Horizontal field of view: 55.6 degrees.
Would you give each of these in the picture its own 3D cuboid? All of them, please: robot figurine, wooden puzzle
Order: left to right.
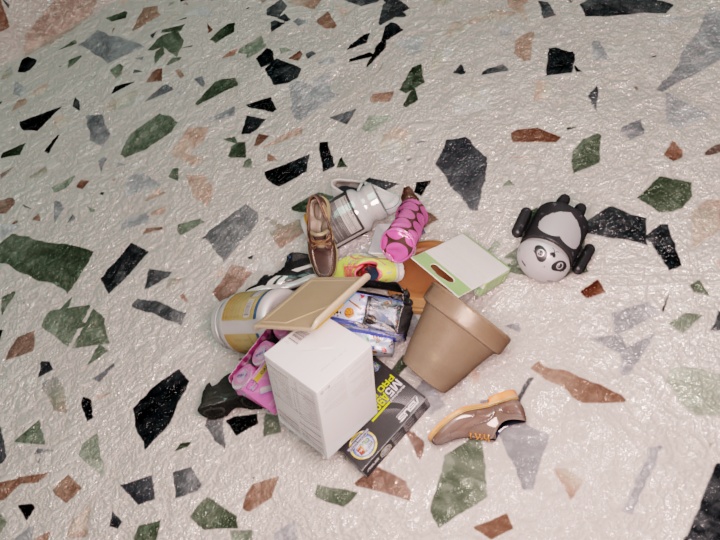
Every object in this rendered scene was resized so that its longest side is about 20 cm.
[{"bbox_3d":[-0.095,0.069,1.359,0.199,0.037,0.185,-7,26,45],"label":"wooden puzzle"},{"bbox_3d":[0.423,-0.070,1.497,0.150,0.125,0.201,13,61,40],"label":"robot figurine"}]

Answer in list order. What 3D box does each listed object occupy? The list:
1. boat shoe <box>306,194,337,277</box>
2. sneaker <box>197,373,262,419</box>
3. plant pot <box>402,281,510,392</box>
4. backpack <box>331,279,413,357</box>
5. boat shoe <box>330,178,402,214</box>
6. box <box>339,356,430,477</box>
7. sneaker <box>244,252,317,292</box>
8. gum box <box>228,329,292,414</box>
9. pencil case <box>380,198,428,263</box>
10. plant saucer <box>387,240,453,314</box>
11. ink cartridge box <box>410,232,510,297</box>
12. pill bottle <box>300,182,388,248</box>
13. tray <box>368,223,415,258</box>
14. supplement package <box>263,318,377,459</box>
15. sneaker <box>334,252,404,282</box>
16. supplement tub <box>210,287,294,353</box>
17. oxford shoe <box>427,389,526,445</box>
[{"bbox_3d":[-0.097,-0.079,1.603,0.071,0.072,0.202,-4,88,10],"label":"boat shoe"},{"bbox_3d":[-0.273,0.269,1.543,0.198,0.076,0.091,-12,47,8],"label":"sneaker"},{"bbox_3d":[0.179,0.149,1.409,0.200,0.200,0.175,38,91,35],"label":"plant pot"},{"bbox_3d":[0.010,0.104,1.469,0.189,0.200,0.155,18,76,8],"label":"backpack"},{"bbox_3d":[0.010,-0.194,1.762,0.198,0.066,0.074,10,60,24],"label":"boat shoe"},{"bbox_3d":[0.022,0.302,1.432,0.200,0.044,0.160,-45,53,-13],"label":"box"},{"bbox_3d":[-0.194,0.018,1.689,0.198,0.073,0.112,-14,50,-3],"label":"sneaker"},{"bbox_3d":[-0.173,0.193,1.435,0.200,0.114,0.066,-52,40,-11],"label":"gum box"},{"bbox_3d":[0.098,-0.086,1.528,0.094,0.091,0.200,-41,6,26],"label":"pencil case"},{"bbox_3d":[0.153,0.007,1.594,0.198,0.038,0.201,-9,55,13],"label":"plant saucer"},{"bbox_3d":[0.216,-0.001,1.500,0.199,0.048,0.145,-25,55,-40],"label":"ink cartridge box"},{"bbox_3d":[-0.040,-0.129,1.691,0.199,0.116,0.117,-28,52,7],"label":"pill bottle"},{"bbox_3d":[0.081,-0.068,1.619,0.106,0.022,0.200,3,24,6],"label":"tray"},{"bbox_3d":[-0.074,0.224,1.343,0.150,0.201,0.151,28,50,34],"label":"supplement package"},{"bbox_3d":[0.000,0.000,1.586,0.199,0.090,0.079,-5,96,40],"label":"sneaker"},{"bbox_3d":[-0.233,0.117,1.558,0.199,0.145,0.145,-6,52,41],"label":"supplement tub"},{"bbox_3d":[0.230,0.306,1.345,0.199,0.071,0.073,-25,58,1],"label":"oxford shoe"}]
